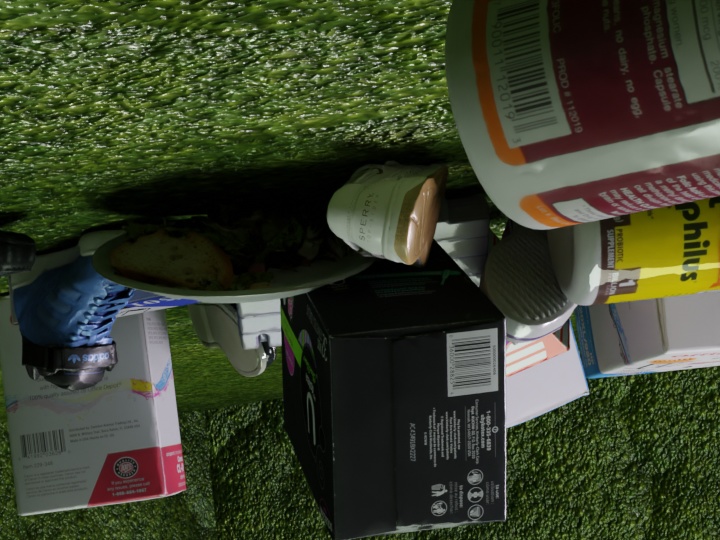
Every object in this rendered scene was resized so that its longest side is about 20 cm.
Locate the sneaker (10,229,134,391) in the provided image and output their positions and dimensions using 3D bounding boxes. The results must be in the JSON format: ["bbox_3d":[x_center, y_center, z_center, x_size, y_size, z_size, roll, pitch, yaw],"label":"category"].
[{"bbox_3d":[-0.202,0.034,1.295,0.076,0.113,0.199,1,170,-45],"label":"sneaker"}]

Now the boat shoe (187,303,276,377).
[{"bbox_3d":[-0.109,0.052,1.618,0.065,0.075,0.199,-19,-170,-19],"label":"boat shoe"}]

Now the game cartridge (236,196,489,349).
[{"bbox_3d":[0.000,0.000,1.297,0.197,0.039,0.131,-6,135,-4],"label":"game cartridge"}]

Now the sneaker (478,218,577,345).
[{"bbox_3d":[0.115,0.028,1.222,0.072,0.115,0.201,26,-153,4],"label":"sneaker"}]

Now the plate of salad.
[{"bbox_3d":[-0.085,-0.021,1.150,0.197,0.049,0.200,-2,-164,0],"label":"plate of salad"}]

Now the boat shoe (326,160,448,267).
[{"bbox_3d":[0.016,-0.043,1.111,0.068,0.072,0.200,12,-178,8],"label":"boat shoe"}]

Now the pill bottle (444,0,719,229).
[{"bbox_3d":[0.142,-0.088,0.639,0.198,0.116,0.114,-11,172,33],"label":"pill bottle"}]

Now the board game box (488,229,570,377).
[{"bbox_3d":[0.055,0.045,1.418,0.199,0.047,0.151,-27,127,29],"label":"board game box"}]

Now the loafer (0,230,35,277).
[{"bbox_3d":[-0.310,0.013,1.190,0.199,0.071,0.068,-11,172,28],"label":"loafer"}]

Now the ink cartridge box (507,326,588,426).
[{"bbox_3d":[0.094,0.083,1.674,0.144,0.149,0.199,-17,-179,-43],"label":"ink cartridge box"}]

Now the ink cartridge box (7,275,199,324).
[{"bbox_3d":[-0.187,0.011,1.400,0.198,0.045,0.094,-11,174,28],"label":"ink cartridge box"}]

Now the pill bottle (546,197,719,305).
[{"bbox_3d":[0.230,-0.040,1.129,0.197,0.111,0.109,-6,173,-6],"label":"pill bottle"}]

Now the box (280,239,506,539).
[{"bbox_3d":[0.018,0.074,1.170,0.123,0.150,0.200,-5,-162,-12],"label":"box"}]

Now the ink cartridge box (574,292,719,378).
[{"bbox_3d":[0.268,0.002,1.353,0.145,0.147,0.200,-5,172,-11],"label":"ink cartridge box"}]

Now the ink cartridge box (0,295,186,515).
[{"bbox_3d":[-0.249,0.117,1.556,0.146,0.203,0.086,-8,174,9],"label":"ink cartridge box"}]
